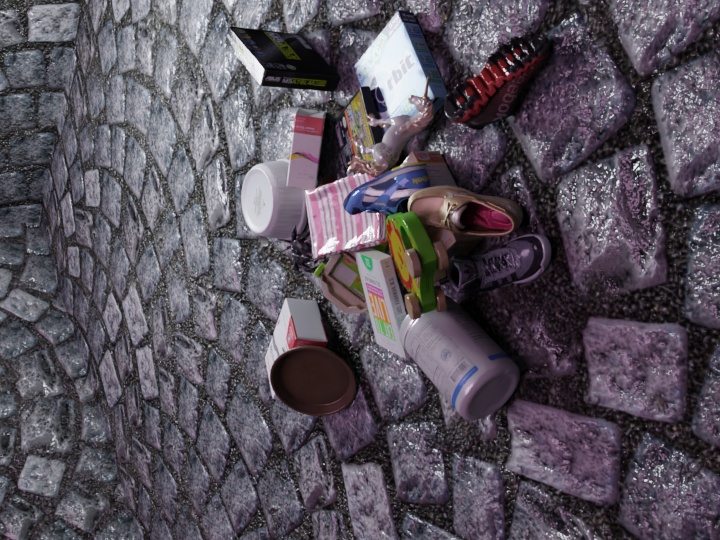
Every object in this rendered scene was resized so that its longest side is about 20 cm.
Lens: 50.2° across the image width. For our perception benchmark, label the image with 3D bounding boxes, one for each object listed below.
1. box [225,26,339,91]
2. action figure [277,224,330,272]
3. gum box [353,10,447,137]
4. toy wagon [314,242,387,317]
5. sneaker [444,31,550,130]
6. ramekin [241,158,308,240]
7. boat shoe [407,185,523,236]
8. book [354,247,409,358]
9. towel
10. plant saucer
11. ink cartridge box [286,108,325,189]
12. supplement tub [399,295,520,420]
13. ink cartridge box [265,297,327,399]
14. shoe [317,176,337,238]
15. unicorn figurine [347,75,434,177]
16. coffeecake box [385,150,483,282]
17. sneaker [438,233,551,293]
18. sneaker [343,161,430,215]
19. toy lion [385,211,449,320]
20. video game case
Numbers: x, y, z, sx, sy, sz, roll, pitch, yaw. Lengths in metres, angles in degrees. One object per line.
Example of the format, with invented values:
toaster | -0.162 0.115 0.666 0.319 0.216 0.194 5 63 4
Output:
box | -0.174 -0.468 1.698 0.200 0.192 0.048 54 136 36
action figure | -0.085 -0.043 1.706 0.199 0.102 0.120 16 118 30
gum box | 0.076 -0.368 1.496 0.170 0.044 0.201 -41 63 48
toy wagon | 0.000 0.000 1.594 0.155 0.040 0.200 37 120 4
sneaker | 0.236 -0.306 1.269 0.200 0.098 0.071 -40 48 23
ramekin | -0.213 -0.171 1.870 0.202 0.094 0.204 10 103 52
boat shoe | 0.172 -0.098 1.296 0.198 0.069 0.074 6 111 15
book | 0.051 0.060 1.503 0.134 0.048 0.201 -155 48 -68
towel | -0.034 -0.111 1.534 0.199 0.030 0.148 -12 83 39
plant saucer | -0.106 0.246 1.736 0.030 0.199 0.201 -76 8 -56
ink cartridge box | -0.125 -0.253 1.722 0.117 0.067 0.202 -94 12 -72
supplement tub | 0.173 0.152 1.359 0.200 0.131 0.133 50 131 39
ink cartridge box | -0.156 0.189 1.819 0.147 0.082 0.201 -111 36 -50
shoe | -0.071 -0.120 1.674 0.053 0.069 0.201 124 156 -43
unicorn figurine | 0.061 -0.256 1.422 0.137 0.074 0.201 19 88 42
coffeecake box | 0.123 -0.099 1.444 0.154 0.073 0.201 -49 56 46
sneaker | 0.220 -0.005 1.289 0.200 0.113 0.076 -28 72 51
sneaker | 0.047 -0.131 1.405 0.199 0.074 0.083 -21 89 43
toy lion | 0.087 -0.028 1.332 0.201 0.068 0.193 85 166 -55
video game case | 0.003 -0.248 1.585 0.181 0.025 0.202 146 111 -66
